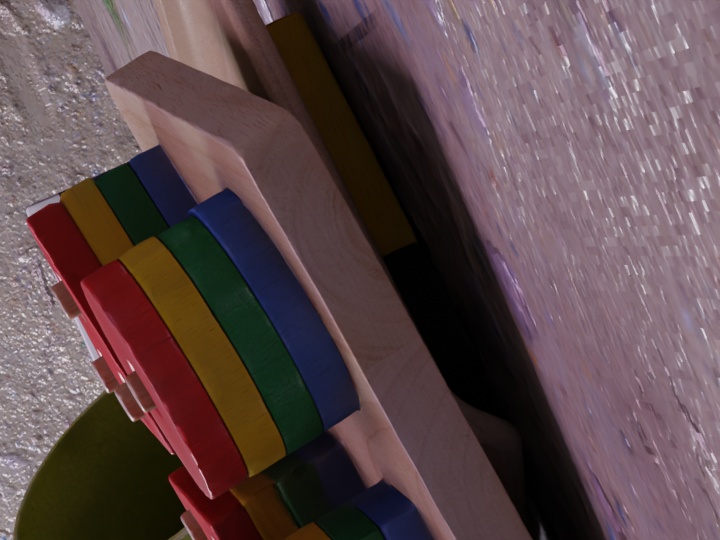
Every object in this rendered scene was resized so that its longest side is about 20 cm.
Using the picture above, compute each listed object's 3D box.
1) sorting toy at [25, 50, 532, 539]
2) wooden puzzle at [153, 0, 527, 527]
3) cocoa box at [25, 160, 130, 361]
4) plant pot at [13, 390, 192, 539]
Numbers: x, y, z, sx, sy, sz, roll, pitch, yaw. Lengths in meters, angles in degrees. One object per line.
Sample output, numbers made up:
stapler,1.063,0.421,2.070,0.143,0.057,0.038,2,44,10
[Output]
sorting toy,-0.024,0.046,0.804,0.199,0.069,0.200,61,172,-15
wooden puzzle,0.000,0.000,0.889,0.200,0.037,0.185,58,172,21
cocoa box,-0.205,0.017,2.570,0.133,0.131,0.201,84,161,-76
plant pot,-0.044,0.156,1.433,0.200,0.187,0.187,52,-179,-25
